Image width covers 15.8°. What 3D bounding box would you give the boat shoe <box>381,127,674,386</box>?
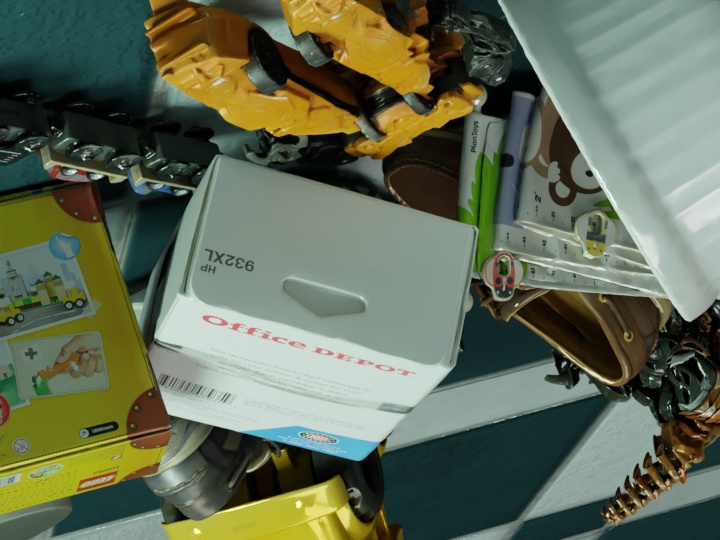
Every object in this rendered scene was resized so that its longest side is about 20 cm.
[{"bbox_3d":[0.093,-0.008,1.475,0.200,0.068,0.072,36,143,-18],"label":"boat shoe"}]

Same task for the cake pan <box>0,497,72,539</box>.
[{"bbox_3d":[-0.263,0.162,1.598,0.200,0.037,0.200,-22,171,-4],"label":"cake pan"}]

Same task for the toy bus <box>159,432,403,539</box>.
[{"bbox_3d":[-0.027,0.171,1.714,0.136,0.192,0.200,-18,-158,17],"label":"toy bus"}]

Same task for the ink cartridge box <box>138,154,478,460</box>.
[{"bbox_3d":[-0.036,0.025,1.384,0.145,0.084,0.200,15,159,-9],"label":"ink cartridge box"}]

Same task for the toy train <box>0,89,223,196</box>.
[{"bbox_3d":[-0.137,-0.061,1.298,0.046,0.034,0.200,-27,160,31],"label":"toy train"}]

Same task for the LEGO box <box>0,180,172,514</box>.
[{"bbox_3d":[-0.215,0.051,1.351,0.200,0.149,0.077,-13,161,-17],"label":"LEGO box"}]

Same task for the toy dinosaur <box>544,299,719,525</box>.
[{"bbox_3d":[0.194,0.060,1.586,0.102,0.136,0.200,-53,-172,42],"label":"toy dinosaur"}]

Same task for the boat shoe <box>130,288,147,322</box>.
[{"bbox_3d":[-0.176,0.056,1.541,0.202,0.075,0.086,-22,160,36],"label":"boat shoe"}]

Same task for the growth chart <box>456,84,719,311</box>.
[{"bbox_3d":[0.136,-0.049,1.454,0.200,0.145,0.018,0,178,-26],"label":"growth chart"}]

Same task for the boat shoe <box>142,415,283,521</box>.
[{"bbox_3d":[-0.088,0.095,1.610,0.074,0.073,0.200,-23,-166,26],"label":"boat shoe"}]

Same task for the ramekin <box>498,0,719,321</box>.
[{"bbox_3d":[0.152,-0.085,1.280,0.098,0.201,0.200,-30,160,7],"label":"ramekin"}]

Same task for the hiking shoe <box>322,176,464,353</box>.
[{"bbox_3d":[0.000,0.000,1.519,0.074,0.087,0.200,-32,158,32],"label":"hiking shoe"}]

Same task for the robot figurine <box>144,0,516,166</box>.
[{"bbox_3d":[-0.011,-0.106,1.260,0.145,0.058,0.200,-26,160,20],"label":"robot figurine"}]
